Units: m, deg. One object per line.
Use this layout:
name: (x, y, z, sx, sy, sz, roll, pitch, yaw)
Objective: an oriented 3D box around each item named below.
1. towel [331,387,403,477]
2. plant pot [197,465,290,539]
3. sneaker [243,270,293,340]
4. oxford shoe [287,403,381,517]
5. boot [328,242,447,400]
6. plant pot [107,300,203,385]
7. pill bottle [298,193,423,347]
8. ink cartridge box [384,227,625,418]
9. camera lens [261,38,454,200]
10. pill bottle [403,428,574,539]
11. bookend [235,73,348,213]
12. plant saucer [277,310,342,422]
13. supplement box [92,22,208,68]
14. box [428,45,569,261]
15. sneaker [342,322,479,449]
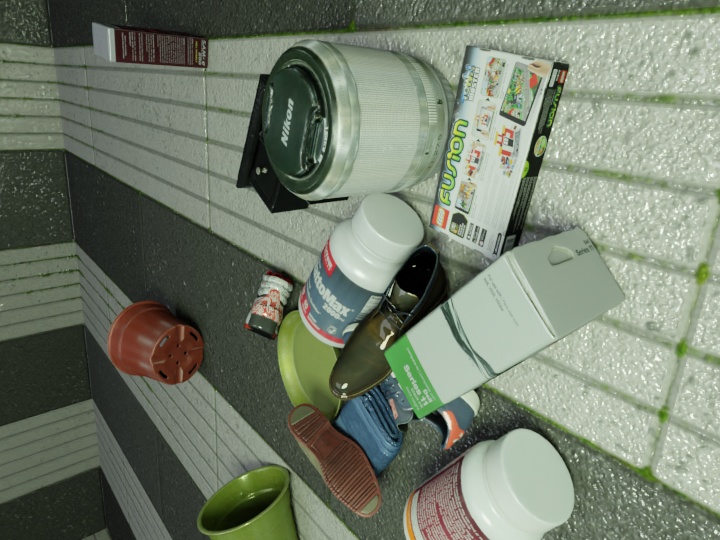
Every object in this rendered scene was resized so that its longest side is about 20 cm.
towel: (-0.001, 0.276, 0.830, 0.113, 0.048, 0.202, 55, 135, 27)
plant pot: (-0.202, 0.542, 1.061, 0.197, 0.198, 0.195, -8, 106, 51)
sneaker: (-0.170, 0.066, 0.984, 0.201, 0.066, 0.111, 144, 148, -74)
oxford shoe: (-0.036, 0.294, 0.806, 0.200, 0.070, 0.076, 45, 157, 32)
boot: (0.029, 0.054, 0.605, 0.074, 0.200, 0.098, 33, 158, 25)
plant pot: (-0.518, 0.197, 1.358, 0.192, 0.198, 0.207, 10, 107, 40)
pill bottle: (0.000, 0.000, 0.706, 0.121, 0.117, 0.202, 56, 136, 25)
ink cartridge box: (0.139, 0.055, 0.525, 0.085, 0.144, 0.200, 61, 139, 17)
camera lens: (-0.003, -0.170, 0.603, 0.158, 0.196, 0.165, 16, 112, 47)
pill bottle: (0.141, 0.270, 0.601, 0.116, 0.112, 0.201, 58, 137, 23)
bookend: (-0.095, -0.156, 0.806, 0.200, 0.090, 0.203, 52, 135, 29)
plant saucer: (-0.084, 0.169, 0.921, 0.197, 0.030, 0.207, 18, 113, 49)
supplement box: (-0.420, -0.451, 1.052, 0.108, 0.196, 0.063, 32, 124, 41)
box: (0.141, -0.125, 0.565, 0.109, 0.034, 0.205, 34, 124, 42)
sneaker: (0.047, 0.144, 0.652, 0.197, 0.085, 0.076, 30, 153, 18)
